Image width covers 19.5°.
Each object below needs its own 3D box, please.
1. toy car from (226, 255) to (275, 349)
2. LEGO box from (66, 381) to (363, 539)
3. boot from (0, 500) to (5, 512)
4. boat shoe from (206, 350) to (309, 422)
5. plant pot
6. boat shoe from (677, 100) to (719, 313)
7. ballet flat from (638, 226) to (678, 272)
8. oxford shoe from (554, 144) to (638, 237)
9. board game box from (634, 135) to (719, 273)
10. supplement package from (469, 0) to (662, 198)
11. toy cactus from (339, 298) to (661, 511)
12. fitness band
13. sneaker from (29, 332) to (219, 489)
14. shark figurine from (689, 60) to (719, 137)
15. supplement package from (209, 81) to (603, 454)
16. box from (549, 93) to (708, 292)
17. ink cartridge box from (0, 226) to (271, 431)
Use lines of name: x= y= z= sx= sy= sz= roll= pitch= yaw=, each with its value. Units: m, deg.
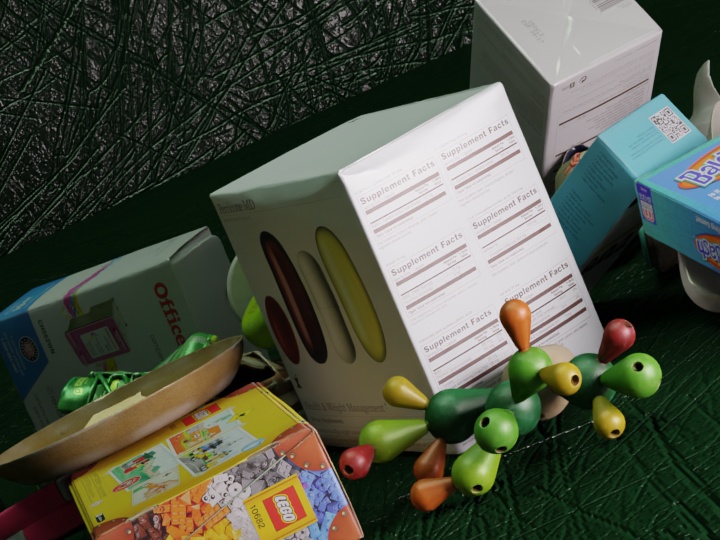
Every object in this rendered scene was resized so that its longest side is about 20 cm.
toy car: x=0.000 y=0.000 z=1.616 sx=0.200 sy=0.150 sz=0.175 roll=-49 pitch=9 yaw=-16
LEGO box: x=-0.098 y=0.149 z=1.324 sx=0.148 sy=0.078 sz=0.200 roll=-26 pitch=10 yaw=-9
boot: x=-0.340 y=0.143 z=1.645 sx=0.073 sy=0.155 sz=0.203 roll=-26 pitch=10 yaw=-12
boat shoe: x=-0.076 y=0.093 z=1.567 sx=0.075 sy=0.072 sz=0.200 roll=-23 pitch=10 yaw=4
plant pot: x=-0.166 y=0.102 z=1.464 sx=0.199 sy=0.028 sz=0.200 roll=-27 pitch=4 yaw=2
boat shoe: x=0.259 y=-0.024 z=1.445 sx=0.074 sy=0.093 sz=0.201 roll=10 pitch=47 yaw=13
ballet flat: x=0.242 y=-0.050 z=1.595 sx=0.067 sy=0.069 sz=0.200 roll=-15 pitch=13 yaw=9
oxford shoe: x=0.184 y=-0.056 z=1.718 sx=0.070 sy=0.075 sz=0.200 roll=-22 pitch=11 yaw=5
board game box: x=0.292 y=-0.041 z=1.320 sx=0.151 sy=0.045 sz=0.200 roll=-27 pitch=31 yaw=-18
supplement package: x=0.176 y=-0.158 z=1.845 sx=0.119 sy=0.122 sz=0.201 roll=-27 pitch=-31 yaw=-19
toy cactus: x=0.092 y=0.072 z=1.279 sx=0.199 sy=0.103 sz=0.165 roll=-28 pitch=0 yaw=23
fitness band: x=-0.195 y=0.159 z=1.500 sx=0.199 sy=0.038 sz=0.143 roll=-31 pitch=-2 yaw=37
sneaker: x=-0.187 y=0.110 z=1.598 sx=0.200 sy=0.084 sz=0.074 roll=-39 pitch=9 yaw=21
shark figurine: x=0.314 y=-0.134 z=1.700 sx=0.213 sy=0.090 sz=0.127 roll=-22 pitch=-13 yaw=40
supplement package: x=0.031 y=0.002 z=1.426 sx=0.146 sy=0.202 sz=0.191 roll=-29 pitch=11 yaw=-28
box: x=0.161 y=-0.033 z=1.477 sx=0.082 sy=0.049 sz=0.200 roll=-32 pitch=-17 yaw=-40
ink cartridge box: x=-0.191 y=0.067 z=1.753 sx=0.199 sy=0.146 sz=0.085 roll=-19 pitch=11 yaw=27
